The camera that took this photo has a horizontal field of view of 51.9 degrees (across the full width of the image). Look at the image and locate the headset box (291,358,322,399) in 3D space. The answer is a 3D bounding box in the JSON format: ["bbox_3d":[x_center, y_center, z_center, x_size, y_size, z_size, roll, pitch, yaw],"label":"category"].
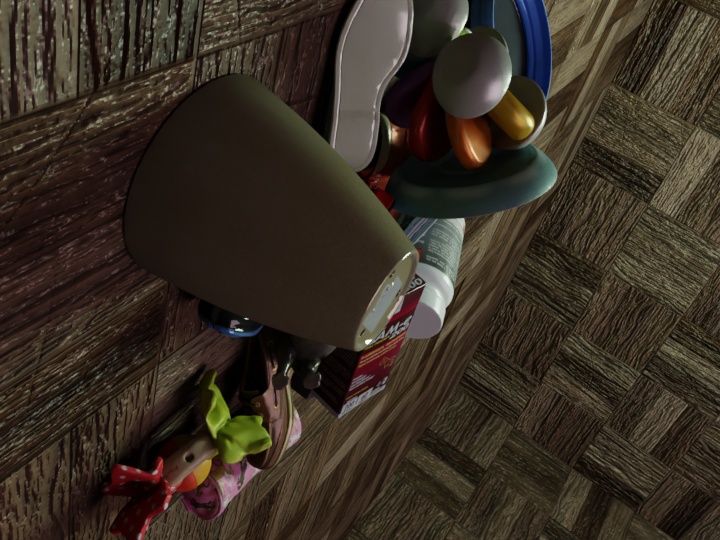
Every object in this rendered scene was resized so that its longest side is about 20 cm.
[{"bbox_3d":[-0.043,0.100,1.107,0.151,0.074,0.199,-60,164,10],"label":"headset box"}]

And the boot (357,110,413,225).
[{"bbox_3d":[0.020,-0.116,0.933,0.106,0.074,0.203,-25,140,-48],"label":"boot"}]

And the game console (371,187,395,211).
[{"bbox_3d":[-0.031,-0.010,0.834,0.179,0.031,0.200,-58,-173,-4],"label":"game console"}]

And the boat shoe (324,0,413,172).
[{"bbox_3d":[0.000,-0.203,0.751,0.062,0.071,0.203,-112,-148,-55],"label":"boat shoe"}]

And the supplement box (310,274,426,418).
[{"bbox_3d":[0.009,0.093,0.998,0.108,0.061,0.203,-25,143,-45],"label":"supplement box"}]

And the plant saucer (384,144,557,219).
[{"bbox_3d":[0.120,-0.111,0.834,0.200,0.197,0.028,-41,128,-45],"label":"plant saucer"}]

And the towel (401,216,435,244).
[{"bbox_3d":[0.100,-0.093,1.019,0.147,0.024,0.200,-47,-176,25],"label":"towel"}]

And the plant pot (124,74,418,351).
[{"bbox_3d":[-0.057,-0.028,0.613,0.188,0.198,0.188,-51,163,-22],"label":"plant pot"}]

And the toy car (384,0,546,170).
[{"bbox_3d":[0.097,-0.198,0.804,0.149,0.202,0.174,-39,152,21],"label":"toy car"}]

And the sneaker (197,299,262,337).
[{"bbox_3d":[-0.102,-0.004,0.765,0.200,0.070,0.084,-49,162,-50],"label":"sneaker"}]

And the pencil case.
[{"bbox_3d":[-0.163,0.252,1.017,0.199,0.081,0.088,-36,137,-54],"label":"pencil case"}]

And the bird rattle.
[{"bbox_3d":[-0.200,0.225,0.840,0.200,0.112,0.163,-46,177,-26],"label":"bird rattle"}]

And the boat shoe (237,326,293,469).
[{"bbox_3d":[-0.126,0.155,0.935,0.067,0.071,0.205,-3,104,-48],"label":"boat shoe"}]

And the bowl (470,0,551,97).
[{"bbox_3d":[0.204,-0.308,0.995,0.199,0.039,0.206,2,87,-55],"label":"bowl"}]

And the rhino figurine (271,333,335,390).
[{"bbox_3d":[-0.032,0.050,0.863,0.201,0.059,0.088,-53,-166,11],"label":"rhino figurine"}]

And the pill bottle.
[{"bbox_3d":[0.095,-0.006,1.149,0.115,0.111,0.203,100,4,-53],"label":"pill bottle"}]
